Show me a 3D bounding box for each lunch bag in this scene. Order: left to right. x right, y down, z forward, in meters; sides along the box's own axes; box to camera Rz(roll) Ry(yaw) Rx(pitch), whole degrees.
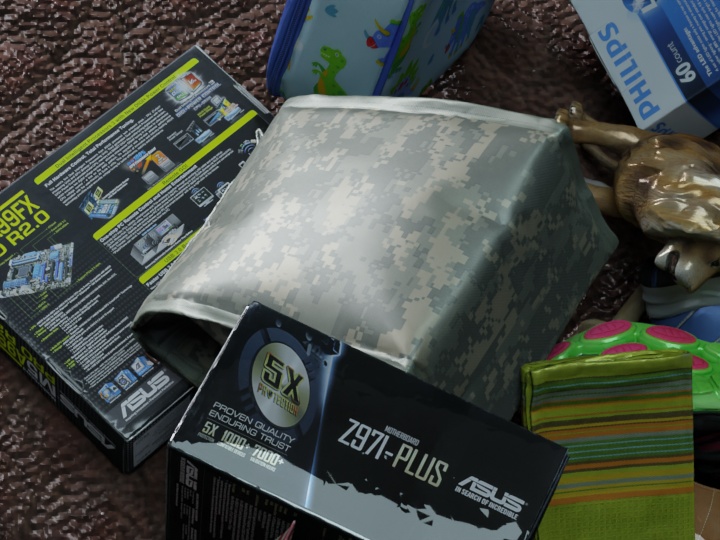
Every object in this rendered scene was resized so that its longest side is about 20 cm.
[{"bbox_3d":[0.000,0.000,1.117,0.199,0.118,0.164,15,60,35],"label":"lunch bag"},{"bbox_3d":[0.032,-0.178,1.226,0.082,0.161,0.200,31,41,9],"label":"lunch bag"}]

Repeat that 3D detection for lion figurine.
[{"bbox_3d":[0.163,-0.048,1.188,0.122,0.073,0.200,14,15,8],"label":"lion figurine"}]

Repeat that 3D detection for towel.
[{"bbox_3d":[0.127,0.139,1.088,0.086,0.018,0.201,-6,102,-7],"label":"towel"}]

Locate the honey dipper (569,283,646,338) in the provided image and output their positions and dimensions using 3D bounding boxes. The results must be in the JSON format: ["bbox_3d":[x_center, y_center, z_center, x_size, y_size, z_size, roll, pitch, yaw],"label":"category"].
[{"bbox_3d":[0.168,0.005,1.233,0.038,0.038,0.200,35,59,14],"label":"honey dipper"}]

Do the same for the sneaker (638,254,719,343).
[{"bbox_3d":[0.246,0.021,1.218,0.199,0.076,0.077,-7,99,-16],"label":"sneaker"}]

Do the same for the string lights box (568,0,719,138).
[{"bbox_3d":[0.230,-0.165,1.258,0.200,0.059,0.103,-33,63,19],"label":"string lights box"}]

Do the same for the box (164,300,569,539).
[{"bbox_3d":[-0.005,0.125,1.049,0.163,0.200,0.086,25,61,9],"label":"box"}]

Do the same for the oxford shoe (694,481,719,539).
[{"bbox_3d":[0.111,0.124,1.142,0.199,0.071,0.072,16,54,-10],"label":"oxford shoe"}]

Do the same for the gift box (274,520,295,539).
[{"bbox_3d":[-0.015,0.235,0.968,0.186,0.200,0.185,23,59,-8],"label":"gift box"}]

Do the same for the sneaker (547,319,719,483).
[{"bbox_3d":[0.182,0.078,1.144,0.199,0.084,0.077,7,29,-6],"label":"sneaker"}]

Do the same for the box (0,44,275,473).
[{"bbox_3d":[-0.108,-0.010,1.205,0.160,0.044,0.200,41,64,17],"label":"box"}]
